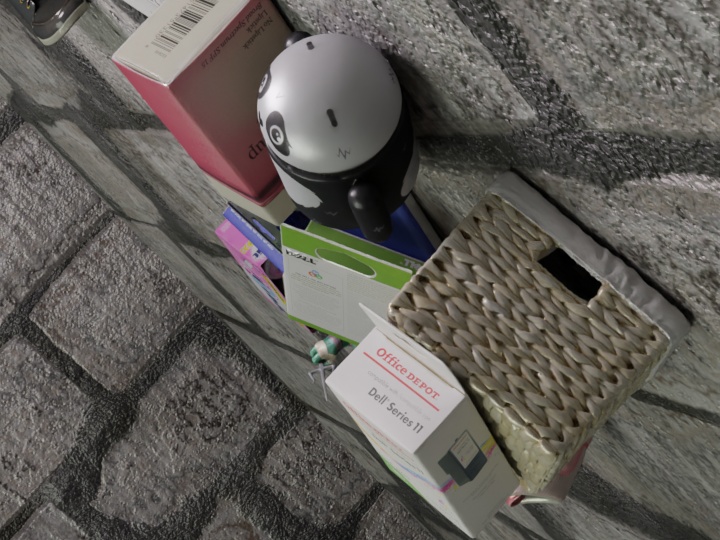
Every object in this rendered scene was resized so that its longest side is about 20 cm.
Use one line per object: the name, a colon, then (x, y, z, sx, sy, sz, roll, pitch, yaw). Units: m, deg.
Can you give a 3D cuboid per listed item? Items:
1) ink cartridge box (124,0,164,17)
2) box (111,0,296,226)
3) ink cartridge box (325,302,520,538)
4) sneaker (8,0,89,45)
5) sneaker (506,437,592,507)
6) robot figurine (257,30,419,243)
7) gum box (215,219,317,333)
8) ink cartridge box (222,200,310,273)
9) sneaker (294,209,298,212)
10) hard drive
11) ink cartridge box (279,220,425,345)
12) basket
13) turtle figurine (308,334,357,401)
ink cartridge box: (-0.215, -0.283, 1.461, 0.199, 0.045, 0.177, 36, 166, 33)
box: (-0.112, -0.161, 1.334, 0.109, 0.128, 0.200, 29, 163, 46)
ink cartridge box: (0.046, 0.125, 1.178, 0.117, 0.067, 0.200, 35, 165, 39)
sneaker: (-0.419, -0.352, 1.823, 0.106, 0.075, 0.200, 47, 170, -30)
sneaker: (0.144, 0.195, 1.565, 0.198, 0.106, 0.075, 16, 170, 18)
robot figurine: (-0.018, -0.111, 1.202, 0.149, 0.125, 0.200, 25, 164, 18)
gum box: (-0.118, 0.000, 2.100, 0.113, 0.066, 0.200, 36, 167, 39)
ink cartridge box: (-0.088, -0.057, 1.597, 0.099, 0.039, 0.200, 44, -156, 2)
sneaker: (-0.076, -0.114, 1.538, 0.067, 0.090, 0.200, 50, -164, 14)
hard drive: (0.021, -0.036, 1.492, 0.131, 0.026, 0.200, 7, 148, 36)
ink cartridge box: (0.000, 0.000, 1.463, 0.147, 0.076, 0.201, 21, 153, 11)
basket: (0.139, 0.059, 1.201, 0.198, 0.161, 0.200, 41, 167, 12)
turtle figurine: (0.030, 0.092, 1.620, 0.149, 0.101, 0.201, 36, -145, -15)
